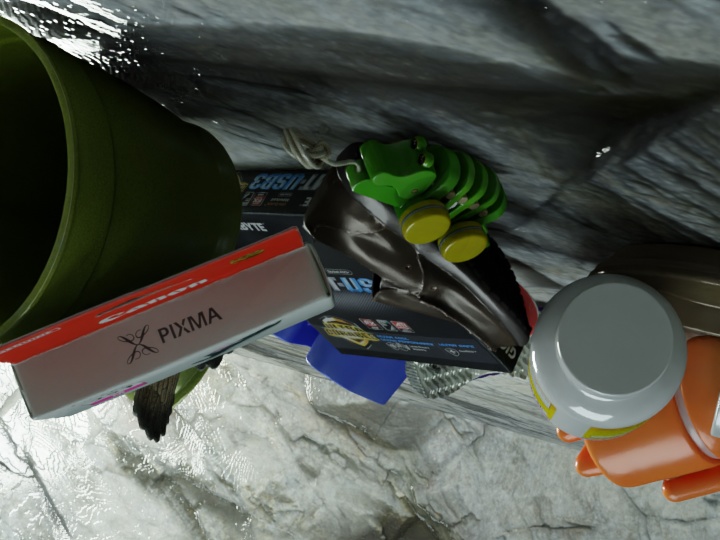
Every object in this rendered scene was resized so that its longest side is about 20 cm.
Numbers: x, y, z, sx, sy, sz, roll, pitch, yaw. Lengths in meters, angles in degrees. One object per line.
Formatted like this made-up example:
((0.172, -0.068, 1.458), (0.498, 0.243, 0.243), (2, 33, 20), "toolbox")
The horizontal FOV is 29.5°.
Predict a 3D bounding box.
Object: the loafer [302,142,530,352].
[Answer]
((0.038, -0.007, 0.910), (0.071, 0.073, 0.200), (-35, 122, 24), "loafer")

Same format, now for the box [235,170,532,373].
((0.000, 0.000, 1.045), (0.200, 0.050, 0.198), (4, 149, 47), "box")

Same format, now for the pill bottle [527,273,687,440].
((0.170, 0.061, 0.950), (0.104, 0.104, 0.200), (14, 171, 8), "pill bottle")

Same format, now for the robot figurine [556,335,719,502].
((0.277, 0.127, 1.223), (0.200, 0.144, 0.117), (-23, 152, 36), "robot figurine")

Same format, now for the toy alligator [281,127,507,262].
((0.036, -0.056, 0.812), (0.054, 0.059, 0.200), (-36, 145, 23), "toy alligator")

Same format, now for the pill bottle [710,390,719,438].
((0.382, 0.112, 1.067), (0.200, 0.113, 0.112), (13, 171, 15), "pill bottle")

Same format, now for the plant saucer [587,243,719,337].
((0.260, 0.019, 0.967), (0.200, 0.030, 0.200), (14, 170, 2), "plant saucer")

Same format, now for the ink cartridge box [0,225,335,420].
((-0.115, 0.036, 0.832), (0.200, 0.044, 0.174), (-22, 176, -1), "ink cartridge box")

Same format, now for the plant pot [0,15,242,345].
((-0.183, -0.044, 0.869), (0.200, 0.201, 0.193), (9, -179, 35), "plant pot")

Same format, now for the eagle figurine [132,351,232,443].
((-0.170, 0.021, 1.133), (0.200, 0.151, 0.152), (51, 177, 13), "eagle figurine")

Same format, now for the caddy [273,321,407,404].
((-0.008, 0.056, 1.414), (0.141, 0.105, 0.200), (36, -178, 28), "caddy")

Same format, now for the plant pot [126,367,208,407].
((-0.272, 0.037, 1.545), (0.190, 0.200, 0.200), (33, 164, -27), "plant pot")

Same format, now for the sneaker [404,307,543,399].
((0.145, 0.066, 1.356), (0.200, 0.070, 0.099), (-15, -170, 37), "sneaker")

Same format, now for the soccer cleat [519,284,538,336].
((0.061, 0.015, 1.169), (0.200, 0.069, 0.085), (16, 177, 19), "soccer cleat")
